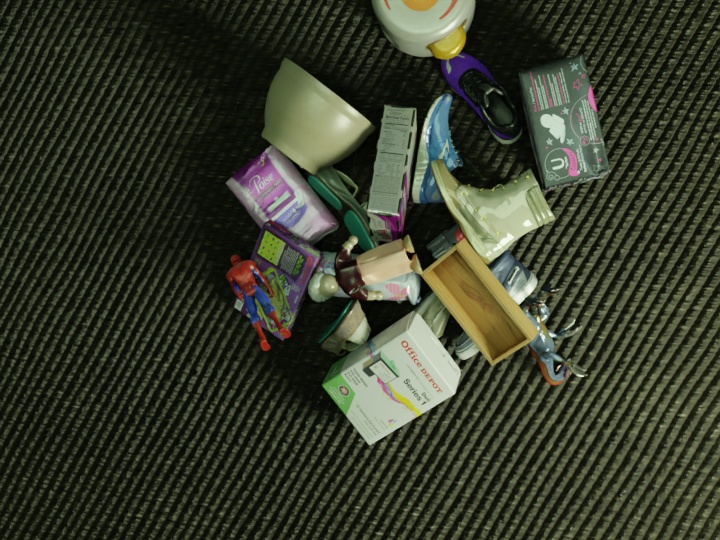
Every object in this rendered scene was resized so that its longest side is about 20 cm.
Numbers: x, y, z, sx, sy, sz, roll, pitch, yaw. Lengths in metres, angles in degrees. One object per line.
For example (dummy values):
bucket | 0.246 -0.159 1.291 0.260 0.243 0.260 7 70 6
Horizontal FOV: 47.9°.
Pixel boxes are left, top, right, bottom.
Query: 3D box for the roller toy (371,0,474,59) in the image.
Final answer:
roller toy | 0.110 -0.478 1.423 0.180 0.140 0.202 13 92 8

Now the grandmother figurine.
grandmother figurine | 0.000 0.000 1.399 0.198 0.061 0.122 -22 91 8

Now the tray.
tray | 0.201 0.054 1.376 0.201 0.037 0.099 52 131 3

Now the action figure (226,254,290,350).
action figure | -0.181 0.058 1.440 0.065 0.099 0.201 -29 59 -3

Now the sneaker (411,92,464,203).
sneaker | 0.146 -0.218 1.464 0.088 0.079 0.202 8 100 0

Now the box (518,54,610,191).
box | 0.347 -0.248 1.400 0.113 0.132 0.202 -12 89 11

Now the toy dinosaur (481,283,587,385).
toy dinosaur | 0.318 0.116 1.426 0.198 0.105 0.183 16 126 27

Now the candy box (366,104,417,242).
candy box | 0.056 -0.166 1.412 0.060 0.137 0.202 8 73 7

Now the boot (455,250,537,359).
boot | 0.218 0.058 1.447 0.090 0.073 0.200 42 87 -13

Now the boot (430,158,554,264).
boot | 0.223 -0.134 1.389 0.154 0.072 0.201 -33 84 12

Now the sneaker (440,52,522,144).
sneaker | 0.217 -0.318 1.430 0.069 0.099 0.201 -41 83 6

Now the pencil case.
pencil case | 0.015 0.014 1.475 0.197 0.091 0.084 6 69 7

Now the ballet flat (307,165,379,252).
ballet flat | -0.015 -0.121 1.489 0.064 0.067 0.200 -39 88 -23

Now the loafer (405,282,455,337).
loafer | 0.131 0.083 1.471 0.070 0.075 0.200 45 106 -1

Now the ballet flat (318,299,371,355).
ballet flat | -0.019 0.106 1.438 0.067 0.200 0.068 35 67 -2

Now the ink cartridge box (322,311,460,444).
ink cartridge box | 0.056 0.191 1.436 0.199 0.084 0.145 -35 98 23

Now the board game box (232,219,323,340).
board game box | -0.153 0.020 1.478 0.120 0.032 0.201 35 123 14

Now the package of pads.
package of pads | -0.141 -0.122 1.497 0.120 0.076 0.201 -39 86 4

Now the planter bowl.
planter bowl | -0.090 -0.256 1.424 0.200 0.200 0.135 37 95 5

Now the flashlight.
flashlight | 0.215 -0.079 1.455 0.199 0.068 0.068 -38 89 5
